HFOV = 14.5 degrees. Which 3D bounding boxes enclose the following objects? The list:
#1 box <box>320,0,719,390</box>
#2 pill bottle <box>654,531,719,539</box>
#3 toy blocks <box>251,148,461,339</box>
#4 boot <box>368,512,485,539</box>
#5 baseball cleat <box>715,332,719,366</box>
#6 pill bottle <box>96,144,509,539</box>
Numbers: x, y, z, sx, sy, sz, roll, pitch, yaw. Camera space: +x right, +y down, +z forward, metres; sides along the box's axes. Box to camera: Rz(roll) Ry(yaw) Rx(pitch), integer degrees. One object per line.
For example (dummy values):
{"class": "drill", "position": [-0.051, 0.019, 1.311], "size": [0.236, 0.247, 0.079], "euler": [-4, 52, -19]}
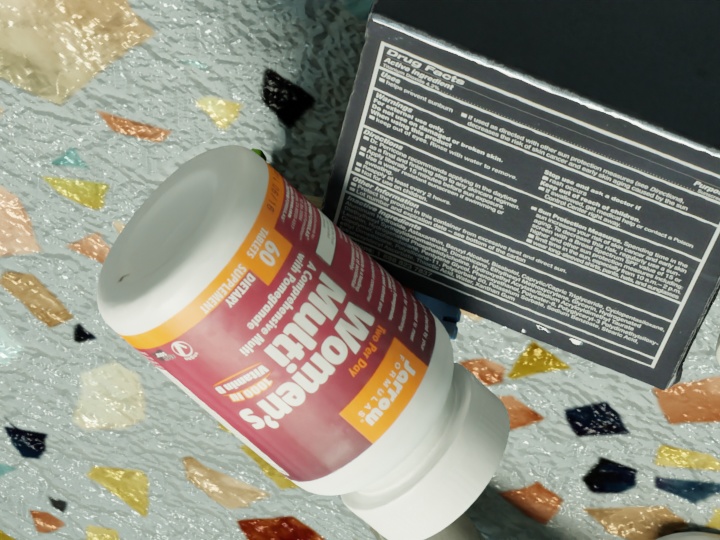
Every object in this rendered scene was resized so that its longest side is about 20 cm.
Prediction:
{"class": "box", "position": [0.098, -0.071, 1.359], "size": [0.199, 0.124, 0.199], "euler": [22, 148, 3]}
{"class": "pill bottle", "position": [0.203, 0.259, 1.766], "size": [0.114, 0.115, 0.201], "euler": [15, 146, 11]}
{"class": "toy blocks", "position": [0.000, 0.000, 1.512], "size": [0.136, 0.101, 0.200], "euler": [11, 174, 7]}
{"class": "boot", "position": [0.089, 0.207, 1.711], "size": [0.201, 0.072, 0.182], "euler": [61, 159, 8]}
{"class": "baseball cleat", "position": [0.266, 0.017, 1.389], "size": [0.198, 0.107, 0.070], "euler": [4, 146, -11]}
{"class": "pill bottle", "position": [-0.024, 0.040, 1.383], "size": [0.200, 0.110, 0.109], "euler": [42, 142, -24]}
